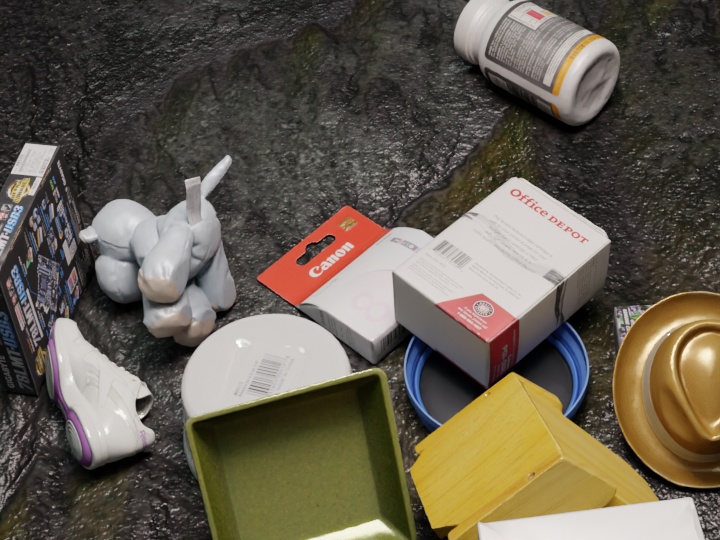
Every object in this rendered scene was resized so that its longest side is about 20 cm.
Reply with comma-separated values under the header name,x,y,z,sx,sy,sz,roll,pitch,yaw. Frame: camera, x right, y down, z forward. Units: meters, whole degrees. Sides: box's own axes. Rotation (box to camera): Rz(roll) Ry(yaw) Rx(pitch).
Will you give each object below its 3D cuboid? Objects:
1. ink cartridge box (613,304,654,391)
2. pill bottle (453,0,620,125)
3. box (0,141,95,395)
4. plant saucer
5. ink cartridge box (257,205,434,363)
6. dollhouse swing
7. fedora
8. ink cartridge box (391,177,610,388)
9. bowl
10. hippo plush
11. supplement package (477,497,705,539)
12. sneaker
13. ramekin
name,x,y,z,sx,sy,sz,roll,pitch,yaw
ink cartridge box,0.375,0.088,1.598,0.197,0.051,0.110,-4,47,3
pill bottle,0.222,-0.276,1.907,0.199,0.117,0.116,34,58,31
box,-0.362,-0.002,1.653,0.049,0.201,0.200,7,49,12
plant saucer,-0.058,0.201,1.461,0.197,0.203,0.048,-14,20,-8
ink cartridge box,0.000,0.000,1.720,0.199,0.057,0.162,36,60,27
dollhouse swing,0.177,0.225,1.436,0.181,0.176,0.200,-37,20,4
fedora,0.348,0.115,1.502,0.197,0.082,0.204,-1,77,4
ink cartridge box,0.153,0.010,1.616,0.199,0.083,0.146,-36,55,-26
bowl,0.145,0.113,1.605,0.198,0.040,0.202,-3,47,3
hippo plush,-0.243,-0.018,1.677,0.159,0.203,0.159,9,26,24
supplement package,0.204,0.322,1.294,0.188,0.201,0.148,-7,47,0
sneaker,-0.283,0.131,1.623,0.098,0.075,0.201,-10,48,-24
ramekin,-0.094,0.140,1.564,0.197,0.098,0.202,-3,47,3
